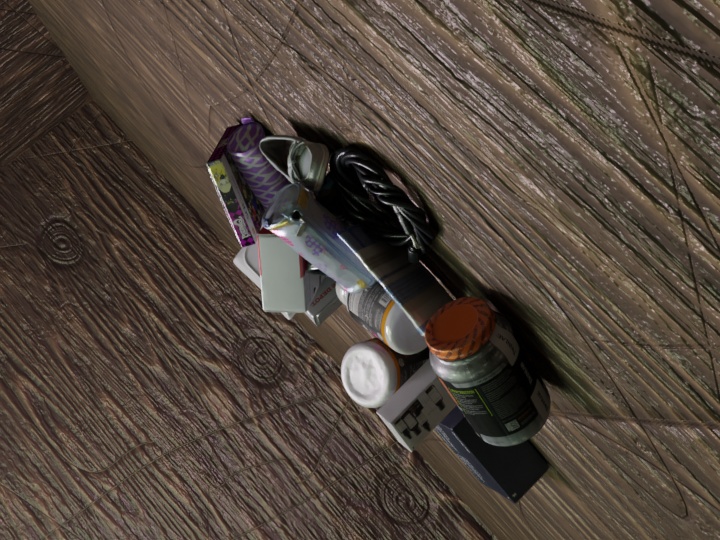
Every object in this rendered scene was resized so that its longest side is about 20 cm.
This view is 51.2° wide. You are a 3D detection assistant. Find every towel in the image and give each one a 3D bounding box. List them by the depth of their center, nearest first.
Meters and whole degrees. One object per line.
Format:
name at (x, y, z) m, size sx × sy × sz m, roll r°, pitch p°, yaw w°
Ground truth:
towel at (0.059, 0.006, 1.129) m, size 0.200 × 0.024 × 0.147 m, roll 49°, pitch -153°, yaw 7°

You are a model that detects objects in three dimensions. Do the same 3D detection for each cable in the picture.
cable at (0.021, -0.097, 1.055) m, size 0.200 × 0.051 × 0.163 m, roll 47°, pitch 171°, yaw 14°

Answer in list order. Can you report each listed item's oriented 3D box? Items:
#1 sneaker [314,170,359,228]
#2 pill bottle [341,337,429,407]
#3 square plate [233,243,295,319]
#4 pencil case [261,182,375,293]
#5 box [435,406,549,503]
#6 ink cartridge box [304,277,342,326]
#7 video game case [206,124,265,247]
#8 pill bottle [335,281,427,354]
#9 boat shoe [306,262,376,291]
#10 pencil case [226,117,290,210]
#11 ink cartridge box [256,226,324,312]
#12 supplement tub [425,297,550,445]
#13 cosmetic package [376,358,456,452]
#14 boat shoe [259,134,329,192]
sneaker at (-0.022, -0.098, 1.215) m, size 0.081 × 0.074 × 0.200 m, roll 27°, pitch 169°, yaw 14°
pill bottle at (0.065, 0.173, 1.377) m, size 0.116 × 0.117 × 0.199 m, roll 43°, pitch -152°, yaw 24°
square plate at (-0.151, -0.037, 1.541) m, size 0.200 × 0.199 × 0.028 m, roll 43°, pitch -172°, yaw 26°
pencil case at (-0.055, -0.047, 1.140) m, size 0.200 × 0.084 × 0.090 m, roll 40°, pitch 162°, yaw -34°
box at (0.252, 0.346, 1.526) m, size 0.200 × 0.104 × 0.182 m, roll 49°, pitch 170°, yaw -7°
ink cartridge box at (-0.108, -0.003, 1.615) m, size 0.200 × 0.144 × 0.085 m, roll 45°, pitch 169°, yaw 16°
video game case at (-0.236, -0.170, 1.480) m, size 0.200 × 0.036 × 0.182 m, roll -86°, pitch -20°, yaw -62°
pill bottle at (0.045, 0.055, 1.309) m, size 0.200 × 0.116 × 0.117 m, roll 33°, pitch 162°, yaw 53°
boat shoe at (-0.001, 0.000, 1.256) m, size 0.199 × 0.072 × 0.070 m, roll 12°, pitch 166°, yaw 28°
pencil case at (-0.184, -0.194, 1.450) m, size 0.083 × 0.086 × 0.200 m, roll 2°, pitch 148°, yaw 19°
ink cartridge box at (-0.119, -0.031, 1.370) m, size 0.200 × 0.083 × 0.146 m, roll -67°, pitch -24°, yaw -66°
supplement tub at (0.175, 0.140, 1.045) m, size 0.122 × 0.122 × 0.200 m, roll 31°, pitch 160°, yaw 55°
cosmetic package at (0.127, 0.205, 1.280) m, size 0.051 × 0.200 × 0.083 m, roll 27°, pitch 157°, yaw 54°
boat shoe at (-0.101, -0.171, 1.158) m, size 0.064 × 0.075 × 0.202 m, roll 8°, pitch -161°, yaw -25°
